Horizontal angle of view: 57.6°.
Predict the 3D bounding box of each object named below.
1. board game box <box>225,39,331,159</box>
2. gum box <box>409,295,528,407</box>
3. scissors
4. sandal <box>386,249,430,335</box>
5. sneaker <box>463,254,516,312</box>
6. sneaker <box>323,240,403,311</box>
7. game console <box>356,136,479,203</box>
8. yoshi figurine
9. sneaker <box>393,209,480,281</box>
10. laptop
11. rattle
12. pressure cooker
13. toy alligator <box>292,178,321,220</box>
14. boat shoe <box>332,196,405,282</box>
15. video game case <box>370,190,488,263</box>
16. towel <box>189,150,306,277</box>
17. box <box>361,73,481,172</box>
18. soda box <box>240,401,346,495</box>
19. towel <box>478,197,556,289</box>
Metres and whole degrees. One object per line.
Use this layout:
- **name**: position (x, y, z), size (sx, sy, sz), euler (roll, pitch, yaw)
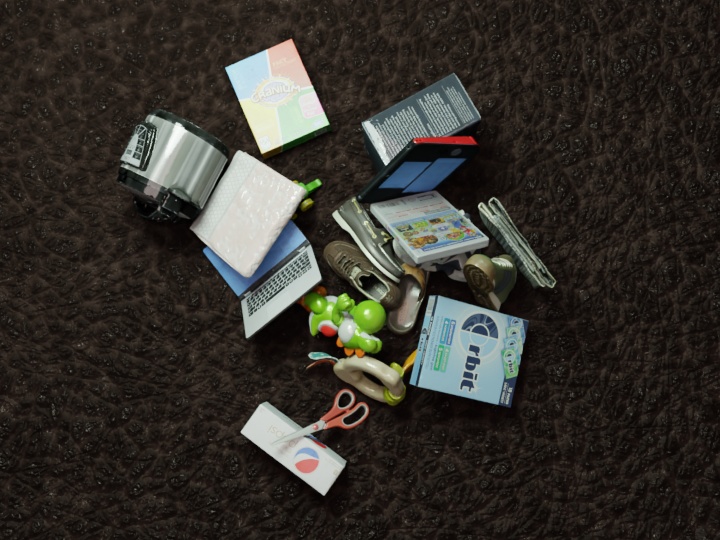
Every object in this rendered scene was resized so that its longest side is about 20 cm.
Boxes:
- **board game box**: position (-0.169, -0.352, 1.345), size (0.153, 0.040, 0.200), euler (-24, 83, 0)
- **gum box**: position (0.207, 0.153, 1.233), size (0.200, 0.045, 0.170), euler (15, 84, -18)
- **scissors**: position (-0.071, 0.297, 1.236), size (0.200, 0.014, 0.073), euler (-31, 77, -31)
- **sandal**: position (0.090, 0.026, 1.282), size (0.082, 0.055, 0.201), euler (13, 84, 4)
- **sneaker**: position (0.247, 0.001, 1.215), size (0.067, 0.200, 0.090), euler (30, 77, 29)
- **sneaker**: position (0.000, 0.000, 1.258), size (0.200, 0.076, 0.070), euler (38, 90, 23)
- **game console**: position (0.108, -0.182, 1.214), size (0.177, 0.200, 0.031), euler (-12, 71, -39)
- **yoshi figurine**: position (-0.026, 0.074, 1.229), size (0.200, 0.112, 0.112), euler (34, 44, 31)
- **sneaker**: position (0.154, -0.067, 1.257), size (0.199, 0.079, 0.130), euler (17, 68, -21)
- **laptop**: position (-0.193, -0.010, 1.251), size (0.187, 0.200, 0.116), euler (-39, 124, 11)
- **rattle**: position (0.012, 0.163, 1.266), size (0.200, 0.130, 0.143), euler (17, 72, 31)
- **pressure cooker**: position (-0.368, -0.187, 1.269), size (0.178, 0.176, 0.200), euler (26, 86, 4)
- **toy alligator**: position (-0.163, -0.124, 1.311), size (0.200, 0.054, 0.059), euler (-36, 83, -2)
- **boat shoe**: position (0.025, -0.062, 1.265), size (0.061, 0.072, 0.201), euler (-44, 65, 7)
- **video game case**: position (0.121, -0.084, 1.198), size (0.143, 0.200, 0.018), euler (-13, 126, -18)
- **towel**: position (-0.223, -0.114, 1.273), size (0.191, 0.032, 0.200), euler (35, 93, 29)
- **box**: position (0.115, -0.264, 1.267), size (0.200, 0.148, 0.107), euler (-28, 83, 0)
- **soda box**: position (-0.126, 0.338, 1.253), size (0.200, 0.064, 0.068), euler (35, 86, 5)
- **towel**: position (0.282, -0.043, 1.209), size (0.035, 0.200, 0.193), euler (-34, 84, 5)
